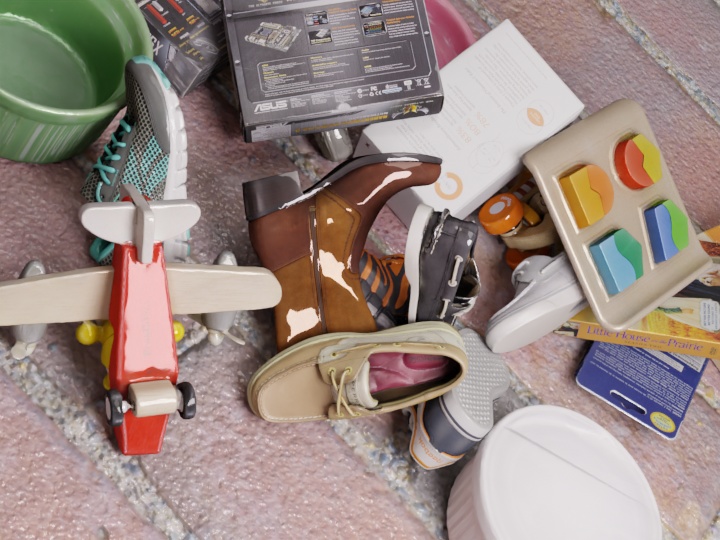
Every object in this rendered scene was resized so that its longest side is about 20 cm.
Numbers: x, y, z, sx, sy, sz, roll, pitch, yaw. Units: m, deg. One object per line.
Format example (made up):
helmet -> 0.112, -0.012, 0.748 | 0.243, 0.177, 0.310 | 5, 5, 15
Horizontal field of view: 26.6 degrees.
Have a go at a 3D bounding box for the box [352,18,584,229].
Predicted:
box -> 0.108, -0.139, 1.557 | 0.200, 0.098, 0.125 | -39, 83, -15

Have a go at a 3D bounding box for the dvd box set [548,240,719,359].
dvd box set -> 0.292, 0.017, 1.615 | 0.199, 0.029, 0.147 | 9, 48, 2

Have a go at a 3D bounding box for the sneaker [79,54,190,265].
sneaker -> -0.201, -0.086, 1.329 | 0.091, 0.201, 0.078 | -9, 20, -24

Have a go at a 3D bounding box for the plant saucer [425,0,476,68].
plant saucer -> 0.038, -0.245, 1.675 | 0.200, 0.051, 0.201 | 18, 50, -22

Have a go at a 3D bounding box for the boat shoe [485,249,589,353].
boat shoe -> 0.190, 0.014, 1.533 | 0.200, 0.072, 0.069 | -32, 71, -26

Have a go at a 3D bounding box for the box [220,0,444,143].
box -> -0.030, -0.219, 1.494 | 0.199, 0.048, 0.159 | -10, 72, -6

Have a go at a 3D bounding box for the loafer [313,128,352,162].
loafer -> -0.031, -0.212, 1.559 | 0.069, 0.070, 0.201 | -12, 89, -11

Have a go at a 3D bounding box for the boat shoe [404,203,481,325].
boat shoe -> 0.079, 0.009, 1.370 | 0.060, 0.200, 0.074 | 15, 60, 14

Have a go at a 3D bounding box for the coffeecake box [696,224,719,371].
coffeecake box -> 0.453, 0.019, 1.747 | 0.200, 0.073, 0.154 | -20, 71, -42

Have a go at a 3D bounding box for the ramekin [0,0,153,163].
ramekin -> -0.298, -0.194, 1.382 | 0.199, 0.098, 0.201 | 18, 51, -23

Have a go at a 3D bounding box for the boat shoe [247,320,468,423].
boat shoe -> -0.001, 0.093, 1.336 | 0.199, 0.066, 0.074 | -17, 109, -3

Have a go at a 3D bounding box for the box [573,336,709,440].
box -> 0.303, 0.092, 1.609 | 0.121, 0.032, 0.200 | 32, 45, 5

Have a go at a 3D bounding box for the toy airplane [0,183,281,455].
toy airplane -> -0.192, 0.026, 1.268 | 0.200, 0.141, 0.199 | 44, 76, -18

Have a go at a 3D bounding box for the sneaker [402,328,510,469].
sneaker -> 0.086, 0.120, 1.437 | 0.078, 0.079, 0.200 | 44, 21, -3

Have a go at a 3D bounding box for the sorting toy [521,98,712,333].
sorting toy -> 0.267, -0.061, 1.535 | 0.185, 0.036, 0.201 | -30, 94, -38

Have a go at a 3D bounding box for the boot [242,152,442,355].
boot -> 0.000, 0.000, 1.372 | 0.187, 0.068, 0.201 | -14, 94, -12

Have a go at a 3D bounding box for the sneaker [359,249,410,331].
sneaker -> -0.005, -0.002, 1.467 | 0.200, 0.077, 0.112 | 53, 41, -5

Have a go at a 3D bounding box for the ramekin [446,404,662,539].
ramekin -> 0.170, 0.231, 1.393 | 0.202, 0.094, 0.203 | 17, 52, -23

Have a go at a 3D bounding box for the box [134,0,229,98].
box -> -0.172, -0.286, 1.565 | 0.158, 0.050, 0.200 | 44, 46, 1

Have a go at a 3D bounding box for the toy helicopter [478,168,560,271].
toy helicopter -> 0.195, -0.096, 1.633 | 0.079, 0.132, 0.200 | 53, 20, -31
